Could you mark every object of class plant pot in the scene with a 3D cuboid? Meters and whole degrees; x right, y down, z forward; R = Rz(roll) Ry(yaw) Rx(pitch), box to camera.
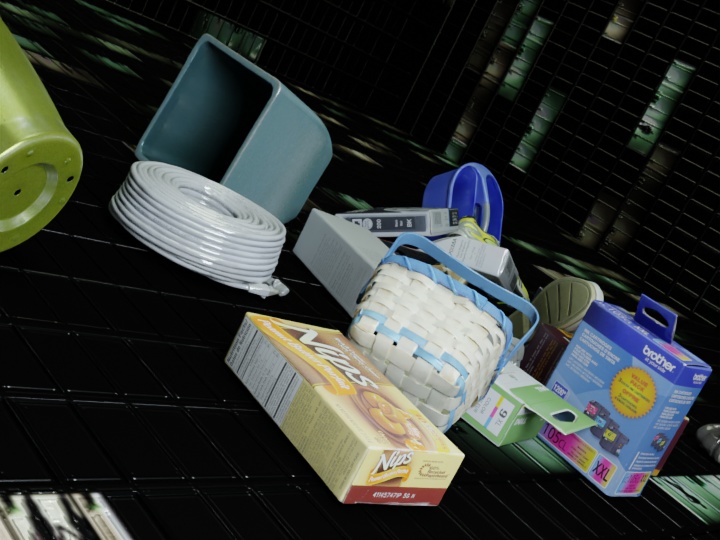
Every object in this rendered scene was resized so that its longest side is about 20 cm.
[{"bbox_3d":[-0.153,-0.172,1.376,0.195,0.198,0.199,37,8,38],"label":"plant pot"},{"bbox_3d":[-0.342,-0.122,0.824,0.193,0.201,0.200,44,17,14],"label":"plant pot"}]

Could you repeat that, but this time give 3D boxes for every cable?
[{"bbox_3d":[-0.181,-0.055,1.111,0.198,0.070,0.200,17,17,-40],"label":"cable"}]

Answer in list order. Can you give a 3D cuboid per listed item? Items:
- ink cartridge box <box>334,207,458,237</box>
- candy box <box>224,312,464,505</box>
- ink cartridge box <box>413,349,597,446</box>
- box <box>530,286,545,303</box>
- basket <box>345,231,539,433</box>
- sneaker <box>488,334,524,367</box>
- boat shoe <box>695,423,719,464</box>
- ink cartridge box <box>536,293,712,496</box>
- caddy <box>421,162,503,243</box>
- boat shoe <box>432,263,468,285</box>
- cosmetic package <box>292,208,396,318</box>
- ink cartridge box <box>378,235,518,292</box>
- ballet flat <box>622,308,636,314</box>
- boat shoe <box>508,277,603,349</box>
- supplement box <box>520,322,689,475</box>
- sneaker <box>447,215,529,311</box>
[{"bbox_3d":[0.034,-0.072,1.483,0.197,0.044,0.198,-2,4,17],"label":"ink cartridge box"},{"bbox_3d":[-0.018,0.115,0.830,0.114,0.056,0.200,16,17,-43],"label":"candy box"},{"bbox_3d":[0.149,0.138,1.077,0.199,0.060,0.103,36,15,29],"label":"ink cartridge box"},{"bbox_3d":[0.374,0.098,1.654,0.141,0.080,0.199,39,17,29],"label":"box"},{"bbox_3d":[0.072,0.054,0.995,0.175,0.140,0.200,31,48,14],"label":"basket"},{"bbox_3d":[0.112,0.081,1.221,0.199,0.077,0.080,28,2,-33],"label":"sneaker"},{"bbox_3d":[0.574,0.256,1.493,0.198,0.067,0.057,8,27,-47],"label":"boat shoe"},{"bbox_3d":[0.291,0.128,1.093,0.076,0.202,0.136,13,19,-47],"label":"ink cartridge box"},{"bbox_3d":[0.184,-0.085,1.713,0.140,0.204,0.104,18,-17,-40],"label":"caddy"},{"bbox_3d":[0.115,0.028,1.420,0.066,0.075,0.200,23,2,2],"label":"boat shoe"},{"bbox_3d":[0.000,0.000,1.275,0.101,0.075,0.200,19,14,-34],"label":"cosmetic package"},{"bbox_3d":[0.140,-0.023,1.520,0.198,0.058,0.162,23,-5,18],"label":"ink cartridge box"},{"bbox_3d":[0.333,0.083,1.297,0.070,0.071,0.199,34,13,27],"label":"ballet flat"},{"bbox_3d":[0.275,0.068,1.366,0.068,0.076,0.200,19,-28,-22],"label":"boat shoe"},{"bbox_3d":[0.299,0.160,1.243,0.109,0.087,0.200,19,15,-32],"label":"supplement box"},{"bbox_3d":[0.224,-0.011,1.640,0.075,0.077,0.200,-16,-55,44],"label":"sneaker"}]
